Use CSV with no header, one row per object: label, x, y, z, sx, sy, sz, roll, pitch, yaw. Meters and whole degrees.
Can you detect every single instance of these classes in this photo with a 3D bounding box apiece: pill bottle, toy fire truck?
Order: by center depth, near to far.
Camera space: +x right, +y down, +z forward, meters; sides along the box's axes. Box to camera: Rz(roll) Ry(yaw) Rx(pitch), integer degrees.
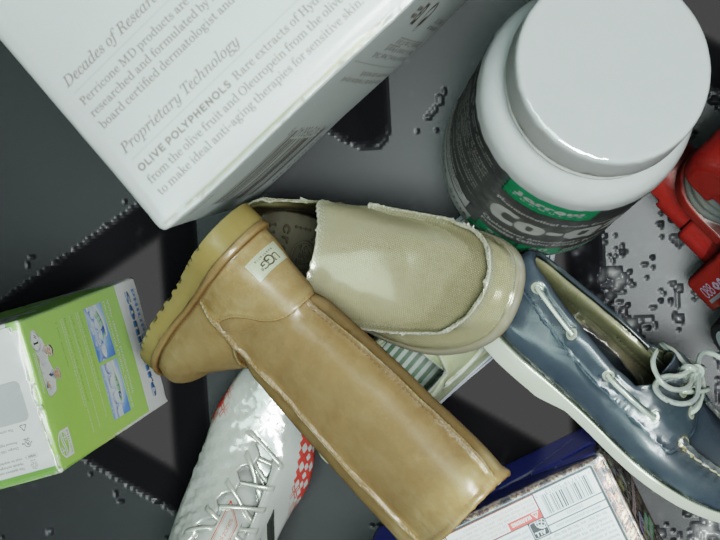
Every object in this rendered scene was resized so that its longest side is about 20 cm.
pill bottle,0.109,-0.079,0.917,0.112,0.200,0.115,1,80,-5
toy fire truck,0.204,-0.064,0.942,0.129,0.176,0.200,-43,83,-12

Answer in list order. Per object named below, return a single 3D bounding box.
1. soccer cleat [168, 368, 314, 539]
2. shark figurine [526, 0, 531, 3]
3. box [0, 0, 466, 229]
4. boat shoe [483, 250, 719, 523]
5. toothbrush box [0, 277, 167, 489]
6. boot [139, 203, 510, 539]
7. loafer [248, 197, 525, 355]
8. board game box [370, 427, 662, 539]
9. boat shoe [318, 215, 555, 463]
soccer cleat,-0.078,0.150,1.053,0.068,0.085,0.202,22,100,7
shark figurine,0.131,-0.167,0.932,0.214,0.129,0.089,30,59,37
box,-0.069,-0.153,0.959,0.200,0.199,0.172,-42,88,10
boat shoe,0.157,0.064,0.978,0.199,0.075,0.062,38,119,5
toothbrush box,-0.212,0.071,1.008,0.144,0.200,0.087,-15,95,11
boot,-0.027,0.078,0.974,0.200,0.175,0.066,46,63,6
loafer,0.000,0.000,0.989,0.198,0.068,0.077,7,82,38
board game box,0.114,0.216,1.022,0.158,0.097,0.202,-26,92,11
boat shoe,0.046,0.040,1.031,0.072,0.062,0.201,36,100,4
